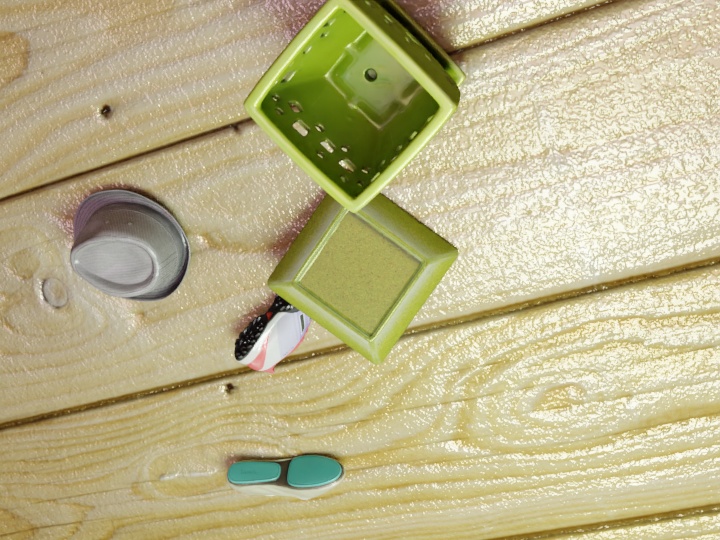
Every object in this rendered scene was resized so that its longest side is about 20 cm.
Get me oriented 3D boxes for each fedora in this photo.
[{"bbox_3d":[-0.351,-0.022,1.653,0.198,0.090,0.178,11,115,12],"label":"fedora"}]

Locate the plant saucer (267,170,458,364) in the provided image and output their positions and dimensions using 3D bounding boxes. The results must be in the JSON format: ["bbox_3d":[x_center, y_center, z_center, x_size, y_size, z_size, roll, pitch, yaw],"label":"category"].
[{"bbox_3d":[0.000,0.000,1.549,0.199,0.048,0.200,35,99,-1],"label":"plant saucer"}]

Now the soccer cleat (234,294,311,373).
[{"bbox_3d":[-0.099,0.071,1.644,0.073,0.068,0.200,31,113,-32],"label":"soccer cleat"}]

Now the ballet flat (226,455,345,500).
[{"bbox_3d":[-0.111,0.326,1.758,0.198,0.070,0.070,-1,113,19],"label":"ballet flat"}]

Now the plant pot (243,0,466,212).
[{"bbox_3d":[0.005,-0.227,1.407,0.200,0.182,0.199,43,118,-6],"label":"plant pot"}]
